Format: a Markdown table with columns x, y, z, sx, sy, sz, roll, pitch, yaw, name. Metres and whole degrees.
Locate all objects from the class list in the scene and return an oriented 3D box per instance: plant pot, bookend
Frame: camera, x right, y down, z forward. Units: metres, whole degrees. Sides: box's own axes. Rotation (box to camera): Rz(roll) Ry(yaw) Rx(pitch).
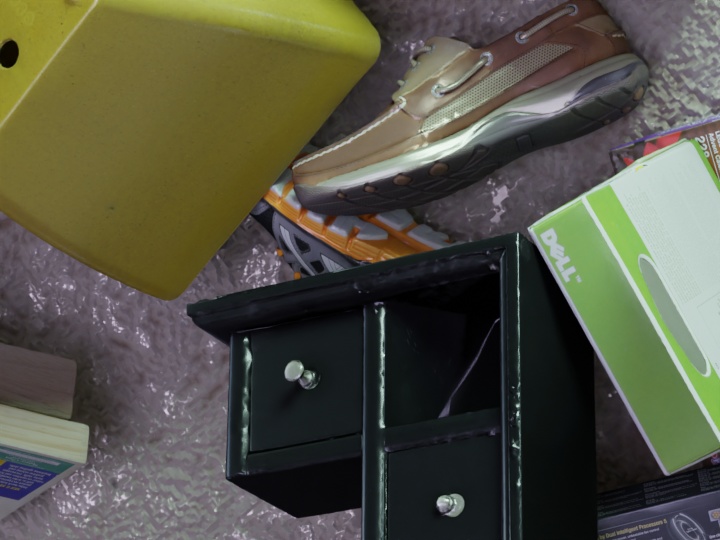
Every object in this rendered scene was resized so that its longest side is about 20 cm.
| x | y | z | sx | sy | sz | roll | pitch | yaw | name |
| --- | --- | --- | --- | --- | --- | --- | --- | --- | --- |
| -0.148 | -0.129 | 1.502 | 0.200 | 0.176 | 0.200 | -49 | 59 | 20 | plant pot |
| 0.014 | 0.103 | 1.440 | 0.200 | 0.092 | 0.199 | -11 | 64 | 27 | bookend |

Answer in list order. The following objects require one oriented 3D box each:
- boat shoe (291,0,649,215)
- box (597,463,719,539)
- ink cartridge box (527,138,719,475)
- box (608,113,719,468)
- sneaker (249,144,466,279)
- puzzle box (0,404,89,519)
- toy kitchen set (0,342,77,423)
| x | y | z | sx | sy | sz | roll | pitch | yaw | name |
| --- | --- | --- | --- | --- | --- | --- | --- | --- | --- |
| 0.053 | -0.088 | 1.508 | 0.200 | 0.076 | 0.072 | -22 | 76 | -4 | boat shoe |
| 0.139 | 0.200 | 1.493 | 0.200 | 0.044 | 0.160 | -15 | 103 | 7 | box |
| 0.146 | 0.024 | 1.393 | 0.076 | 0.200 | 0.148 | -30 | 87 | 24 | ink cartridge box |
| 0.226 | 0.011 | 1.489 | 0.137 | 0.039 | 0.200 | -16 | 93 | 22 | box |
| 0.000 | 0.000 | 1.558 | 0.200 | 0.078 | 0.077 | 37 | 125 | 17 | sneaker |
| -0.272 | 0.096 | 1.602 | 0.133 | 0.200 | 0.025 | -33 | 47 | 52 | puzzle box |
| -0.274 | 0.002 | 1.673 | 0.163 | 0.180 | 0.200 | -37 | 44 | 57 | toy kitchen set |
